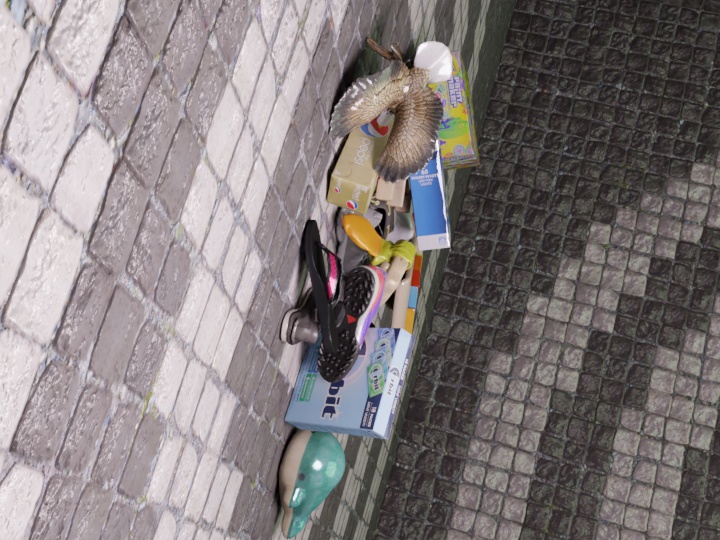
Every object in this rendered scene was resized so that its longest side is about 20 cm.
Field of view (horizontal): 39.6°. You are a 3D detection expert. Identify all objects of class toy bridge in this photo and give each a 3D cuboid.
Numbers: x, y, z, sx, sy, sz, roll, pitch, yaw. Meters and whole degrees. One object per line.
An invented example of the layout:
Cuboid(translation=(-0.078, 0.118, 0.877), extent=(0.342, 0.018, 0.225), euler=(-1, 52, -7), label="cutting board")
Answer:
Cuboid(translation=(0.060, -0.140, 1.667), extent=(0.200, 0.027, 0.068), euler=(16, 83, -78), label="toy bridge")

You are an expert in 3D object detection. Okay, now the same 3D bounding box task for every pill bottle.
Cuboid(translation=(0.069, -0.125, 1.924), extent=(0.200, 0.110, 0.112), euler=(-61, 162, -56), label="pill bottle")

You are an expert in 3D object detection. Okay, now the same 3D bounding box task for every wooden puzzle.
Cuboid(translation=(0.088, 0.059, 1.808), extent=(0.200, 0.037, 0.186), euler=(-66, 164, -62), label="wooden puzzle")

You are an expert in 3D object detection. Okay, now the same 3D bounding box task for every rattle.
Cuboid(translation=(0.000, 0.000, 1.700), extent=(0.200, 0.142, 0.131), euler=(144, -42, -67), label="rattle")

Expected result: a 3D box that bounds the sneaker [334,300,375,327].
Cuboid(translation=(-0.030, 0.114, 1.847), extent=(0.091, 0.075, 0.200), euler=(-65, 162, -7), label="sneaker")

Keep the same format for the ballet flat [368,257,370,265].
Cuboid(translation=(0.021, 0.005, 1.988), extent=(0.073, 0.073, 0.201), euler=(86, 26, -60), label="ballet flat")

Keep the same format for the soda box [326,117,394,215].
Cuboid(translation=(0.008, -0.187, 1.609), extent=(0.064, 0.067, 0.201), euler=(104, 6, -49), label="soda box")

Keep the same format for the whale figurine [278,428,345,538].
Cuboid(translation=(-0.085, 0.371, 1.736), extent=(0.159, 0.103, 0.202), euler=(-49, 151, -70), label="whale figurine")

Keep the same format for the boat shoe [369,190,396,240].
Cuboid(translation=(0.025, -0.125, 1.743), extent=(0.202, 0.071, 0.061), euler=(76, 27, -49), label="boat shoe")

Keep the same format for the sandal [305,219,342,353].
Cuboid(translation=(-0.045, 0.022, 1.493), extent=(0.075, 0.045, 0.202), euler=(9, 70, -77), label="sandal")

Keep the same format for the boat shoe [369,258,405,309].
Cuboid(translation=(0.077, 0.028, 1.948), extent=(0.200, 0.070, 0.071), euler=(53, 50, -61), label="boat shoe")

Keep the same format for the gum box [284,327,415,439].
Cuboid(translation=(-0.019, 0.177, 1.620), extent=(0.044, 0.199, 0.171), euler=(35, 64, -41), label="gum box")

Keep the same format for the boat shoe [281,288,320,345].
Cuboid(translation=(-0.070, 0.076, 1.561), extent=(0.200, 0.057, 0.067), euler=(-45, 147, -71), label="boat shoe")

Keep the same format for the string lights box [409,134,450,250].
Cuboid(translation=(0.116, -0.146, 1.728), extent=(0.103, 0.058, 0.202), euler=(-73, 156, -72), label="string lights box")

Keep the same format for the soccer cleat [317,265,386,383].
Cuboid(translation=(-0.009, 0.086, 1.589), extent=(0.073, 0.068, 0.201), euler=(-8, 120, -61), label="soccer cleat")

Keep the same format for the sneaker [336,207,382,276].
Cuboid(translation=(0.003, -0.043, 1.745), extent=(0.200, 0.081, 0.075), euler=(85, 21, -61), label="sneaker")

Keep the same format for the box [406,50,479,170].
Cuboid(translation=(0.161, -0.309, 1.983), extent=(0.193, 0.121, 0.202), euler=(6, 76, -80), label="box")

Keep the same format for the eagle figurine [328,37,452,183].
Cuboid(translation=(0.054, -0.253, 1.538), extent=(0.152, 0.150, 0.201), euler=(83, 22, -45), label="eagle figurine")
